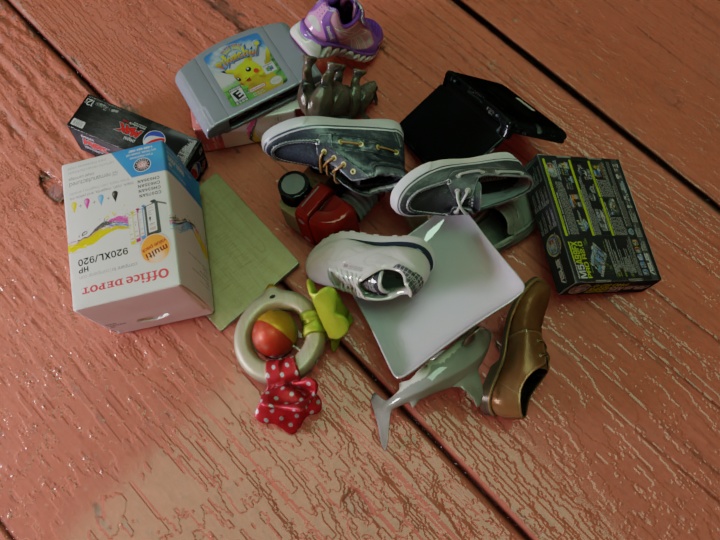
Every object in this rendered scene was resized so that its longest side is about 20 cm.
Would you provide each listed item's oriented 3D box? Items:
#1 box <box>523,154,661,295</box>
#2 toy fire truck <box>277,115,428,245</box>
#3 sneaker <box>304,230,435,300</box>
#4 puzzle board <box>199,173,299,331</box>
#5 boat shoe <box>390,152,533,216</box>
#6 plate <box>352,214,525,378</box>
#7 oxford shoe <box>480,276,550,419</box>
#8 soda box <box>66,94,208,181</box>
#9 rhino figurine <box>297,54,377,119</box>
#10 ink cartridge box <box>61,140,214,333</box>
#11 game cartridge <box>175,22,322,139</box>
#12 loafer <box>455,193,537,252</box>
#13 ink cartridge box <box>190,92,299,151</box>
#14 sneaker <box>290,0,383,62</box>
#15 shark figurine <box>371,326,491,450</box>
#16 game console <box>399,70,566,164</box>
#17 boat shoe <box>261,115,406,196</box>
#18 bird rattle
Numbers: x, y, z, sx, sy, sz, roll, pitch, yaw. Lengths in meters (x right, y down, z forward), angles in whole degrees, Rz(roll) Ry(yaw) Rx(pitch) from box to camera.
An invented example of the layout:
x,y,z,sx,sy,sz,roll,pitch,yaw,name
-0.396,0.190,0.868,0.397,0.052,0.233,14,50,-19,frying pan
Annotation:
x,y,z,sx,sy,sz,roll,pitch,yaw,name
0.332,-0.068,1.004,0.157,0.044,0.204,-2,67,-23,box
0.006,-0.093,1.006,0.198,0.129,0.177,32,70,22,toy fire truck
0.000,0.000,0.923,0.197,0.077,0.081,-4,40,34,sneaker
-0.207,-0.030,1.018,0.150,0.017,0.200,-40,73,-15,puzzle board
0.139,-0.105,0.933,0.196,0.073,0.068,-12,39,-17,boat shoe
0.096,0.025,0.925,0.198,0.032,0.201,-35,44,6,plate
0.228,0.106,0.932,0.070,0.071,0.203,7,70,42,oxford shoe
-0.334,-0.189,1.049,0.197,0.071,0.064,23,68,8,soda box
-0.027,-0.263,1.046,0.059,0.199,0.089,23,107,27,rhino figurine
-0.295,-0.038,0.934,0.144,0.145,0.204,-13,73,2,ink cartridge box
-0.171,-0.293,1.044,0.198,0.041,0.134,-30,67,-12,game cartridge
0.208,-0.068,1.013,0.199,0.070,0.070,-40,76,-15,loafer
-0.165,-0.268,1.089,0.196,0.068,0.119,-11,68,-4,ink cartridge box
-0.018,-0.386,1.089,0.081,0.089,0.199,49,36,14,sneaker
0.110,0.149,0.898,0.213,0.128,0.090,-35,84,-13,shark figurine
0.179,-0.210,1.055,0.173,0.118,0.201,5,33,-28,game console
-0.033,-0.151,0.932,0.196,0.071,0.093,-4,65,-6,boat shoe
-0.097,0.106,0.942,0.161,0.113,0.202,26,82,22,bird rattle
